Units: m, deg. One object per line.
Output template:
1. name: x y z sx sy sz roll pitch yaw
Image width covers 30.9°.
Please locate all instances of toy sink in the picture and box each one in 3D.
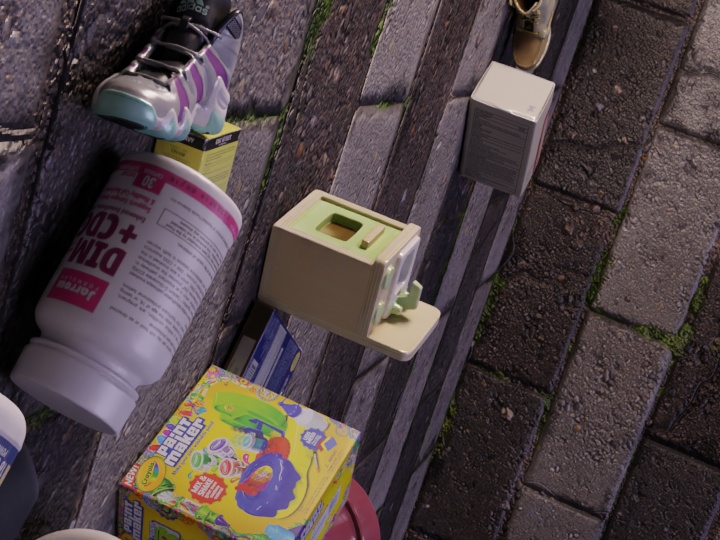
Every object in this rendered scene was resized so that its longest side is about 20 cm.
1. toy sink: 0.000 0.000 1.543 0.130 0.198 0.113 -44 153 -57

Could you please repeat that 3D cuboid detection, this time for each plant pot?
1. plant pot: -0.097 0.386 1.823 0.178 0.199 0.202 -5 117 -58

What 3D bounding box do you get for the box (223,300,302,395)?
1. box: -0.124 0.123 1.603 0.200 0.032 0.122 66 47 -70

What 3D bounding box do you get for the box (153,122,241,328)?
1. box: -0.164 -0.036 1.159 0.075 0.050 0.202 -37 145 -66

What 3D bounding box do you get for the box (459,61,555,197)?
1. box: 0.262 -0.253 2.346 0.201 0.127 0.109 95 21 -52

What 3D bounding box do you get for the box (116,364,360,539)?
1. box: -0.131 0.241 1.412 0.200 0.191 0.123 -55 162 -46

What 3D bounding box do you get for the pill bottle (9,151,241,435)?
1. pill bottle: -0.184 0.018 1.025 0.114 0.112 0.202 79 35 -67

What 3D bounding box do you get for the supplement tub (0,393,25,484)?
1. supplement tub: -0.291 0.138 0.719 0.145 0.143 0.202 78 36 -67

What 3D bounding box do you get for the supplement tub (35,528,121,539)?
1. supplement tub: -0.254 0.344 1.185 0.201 0.144 0.146 95 21 -49

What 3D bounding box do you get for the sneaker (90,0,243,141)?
1. sneaker: -0.140 -0.177 1.001 0.200 0.077 0.142 -51 159 -78

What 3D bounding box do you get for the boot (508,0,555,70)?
1. boot: 0.299 -0.451 2.307 0.155 0.071 0.203 -33 137 -69

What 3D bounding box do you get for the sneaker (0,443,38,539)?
1. sneaker: -0.296 0.227 0.986 0.106 0.074 0.202 -27 136 -67
